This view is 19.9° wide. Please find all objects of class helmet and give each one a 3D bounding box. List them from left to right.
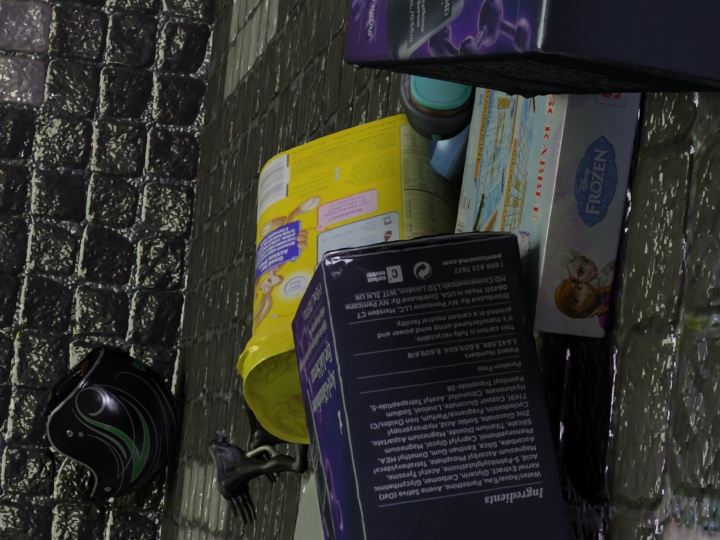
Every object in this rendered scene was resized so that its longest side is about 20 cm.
[{"bbox_3d":[-0.361,0.229,3.004,0.200,0.191,0.200,-44,14,14],"label":"helmet"}]

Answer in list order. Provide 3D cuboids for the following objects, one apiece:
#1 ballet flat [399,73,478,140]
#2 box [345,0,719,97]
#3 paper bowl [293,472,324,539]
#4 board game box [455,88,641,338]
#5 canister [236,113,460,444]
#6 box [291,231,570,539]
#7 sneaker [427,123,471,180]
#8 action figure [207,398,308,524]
[{"bbox_3d":[0.065,-0.167,1.257,0.073,0.072,0.202,123,163,-67],"label":"ballet flat"},{"bbox_3d":[0.086,-0.159,0.915,0.200,0.103,0.150,-174,91,-65],"label":"box"},{"bbox_3d":[0.016,0.188,1.230,0.201,0.103,0.203,-175,90,-79],"label":"paper bowl"},{"bbox_3d":[0.100,-0.077,1.105,0.199,0.041,0.202,-144,62,-78],"label":"board game box"},{"bbox_3d":[0.000,0.000,1.324,0.201,0.147,0.087,-90,-22,-47],"label":"canister"},{"bbox_3d":[0.035,0.098,1.054,0.148,0.103,0.202,117,145,-73],"label":"box"},{"bbox_3d":[0.047,-0.153,1.333,0.074,0.081,0.202,122,150,-64],"label":"sneaker"},{"bbox_3d":[-0.003,0.101,1.397,0.199,0.102,0.119,-29,11,30],"label":"action figure"}]
